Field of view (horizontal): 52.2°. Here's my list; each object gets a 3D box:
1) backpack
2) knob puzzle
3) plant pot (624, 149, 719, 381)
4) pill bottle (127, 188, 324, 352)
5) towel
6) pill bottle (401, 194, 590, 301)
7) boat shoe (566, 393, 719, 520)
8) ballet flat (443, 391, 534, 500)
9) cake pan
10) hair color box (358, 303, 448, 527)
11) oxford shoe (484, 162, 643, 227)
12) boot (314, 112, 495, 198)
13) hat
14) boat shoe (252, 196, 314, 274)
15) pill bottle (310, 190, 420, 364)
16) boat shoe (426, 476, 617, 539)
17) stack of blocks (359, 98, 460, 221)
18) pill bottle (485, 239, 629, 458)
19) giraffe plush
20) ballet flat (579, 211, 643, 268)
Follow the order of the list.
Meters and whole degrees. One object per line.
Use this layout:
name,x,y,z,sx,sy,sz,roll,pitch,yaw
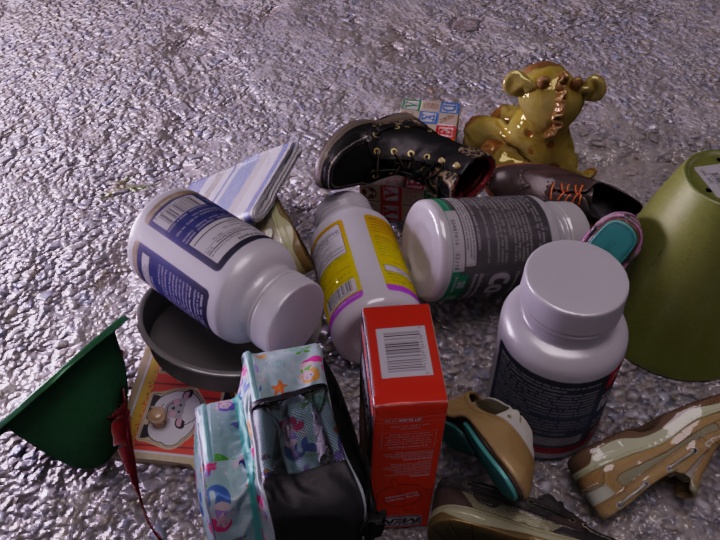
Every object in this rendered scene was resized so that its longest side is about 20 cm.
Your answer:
backpack,-0.065,0.168,0.633,0.148,0.180,0.201,-5,37,-6
knob puzzle,-0.146,0.121,0.779,0.216,0.031,0.222,-1,46,1
plant pot,0.362,-0.019,0.784,0.184,0.202,0.189,-1,46,1
pill bottle,-0.135,0.005,0.749,0.199,0.112,0.111,31,54,28
towel,-0.170,-0.087,0.921,0.198,0.024,0.148,-15,37,35
pill bottle,0.156,-0.028,0.842,0.197,0.114,0.114,-5,45,-20
boat shoe,0.298,0.179,0.699,0.197,0.072,0.077,-21,63,-8
ballet flat,0.117,0.143,0.657,0.063,0.069,0.200,-31,9,-9
cake pan,-0.141,0.060,0.800,0.197,0.037,0.201,7,33,-4
hair color box,0.032,0.134,0.644,0.060,0.202,0.102,-3,45,-4
oxford shoe,0.254,-0.099,0.916,0.197,0.073,0.072,11,85,-5
boot,0.056,-0.125,0.882,0.150,0.074,0.199,30,37,30
hat,-0.243,0.170,0.725,0.176,0.165,0.200,48,27,-8
boat shoe,-0.108,-0.041,0.886,0.063,0.074,0.201,-30,32,-2
pill bottle,0.000,0.000,0.841,0.103,0.105,0.202,-9,47,-8
boat shoe,0.156,0.223,0.632,0.198,0.072,0.067,15,44,-2
stack of blocks,0.071,-0.157,1.020,0.113,0.059,0.202,7,47,9
pill bottle,0.186,0.076,0.697,0.118,0.202,0.121,-1,46,1
giraffe plush,0.239,-0.206,0.991,0.170,0.164,0.201,-19,48,-17
ballet flat,0.232,0.018,0.802,0.069,0.201,0.071,43,23,13
